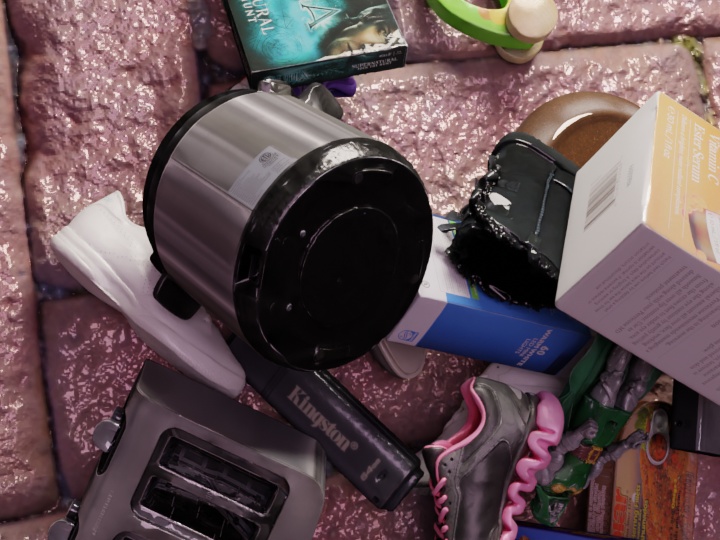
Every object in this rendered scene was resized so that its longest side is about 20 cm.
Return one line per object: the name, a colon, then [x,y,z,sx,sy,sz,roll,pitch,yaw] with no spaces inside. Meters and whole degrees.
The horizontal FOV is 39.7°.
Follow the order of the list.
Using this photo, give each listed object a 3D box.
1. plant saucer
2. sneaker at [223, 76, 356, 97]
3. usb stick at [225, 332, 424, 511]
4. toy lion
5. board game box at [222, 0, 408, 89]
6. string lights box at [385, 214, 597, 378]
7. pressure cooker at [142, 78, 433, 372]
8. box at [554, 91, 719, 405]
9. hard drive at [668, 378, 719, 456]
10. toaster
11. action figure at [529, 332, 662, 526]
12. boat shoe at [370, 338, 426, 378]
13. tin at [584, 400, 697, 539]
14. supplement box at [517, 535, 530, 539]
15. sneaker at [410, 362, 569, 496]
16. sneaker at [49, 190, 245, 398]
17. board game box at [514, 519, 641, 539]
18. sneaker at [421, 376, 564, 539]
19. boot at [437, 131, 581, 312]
plant saucer: [0.227,-0.073,0.929,0.197,0.037,0.204,2,82,-11]
sneaker: [-0.081,-0.124,0.851,0.199,0.081,0.084,-40,98,-14]
usb stick: [-0.033,0.115,0.829,0.200,0.033,0.056,42,93,10]
toy lion: [0.112,-0.321,0.927,0.189,0.069,0.203,22,80,-1]
board game box: [-0.053,-0.243,0.853,0.133,0.028,0.202,-13,59,-13]
string lights box: [0.111,0.020,0.832,0.197,0.059,0.104,14,42,-25]
pressure cooker: [-0.063,-0.043,0.745,0.174,0.199,0.181,-18,124,-36]
box: [0.262,-0.006,0.743,0.198,0.107,0.153,29,47,-10]
hard drive: [0.316,0.062,0.890,0.139,0.033,0.203,19,75,-53]
toaster: [-0.125,0.195,0.762,0.198,0.119,0.183,26,94,-6]
action figure: [0.194,0.124,0.815,0.117,0.055,0.202,15,109,-34]
boat shoe: [0.000,0.000,0.869,0.066,0.057,0.203,-23,92,-39]
tin: [0.245,0.216,0.877,0.111,0.042,0.203,14,79,-38]
supplement box: [0.091,0.310,0.792,0.066,0.069,0.201,36,107,-5]
sneaker: [0.116,0.132,0.872,0.198,0.075,0.088,-25,72,-17]
sneaker: [-0.156,0.015,0.818,0.200,0.075,0.089,43,70,2]
board game box: [0.190,0.283,0.802,0.044,0.198,0.137,14,78,-49]
sneaker: [0.081,0.175,0.780,0.094,0.079,0.202,25,80,-12]
boot: [0.167,-0.024,0.814,0.197,0.074,0.163,31,38,-1]
